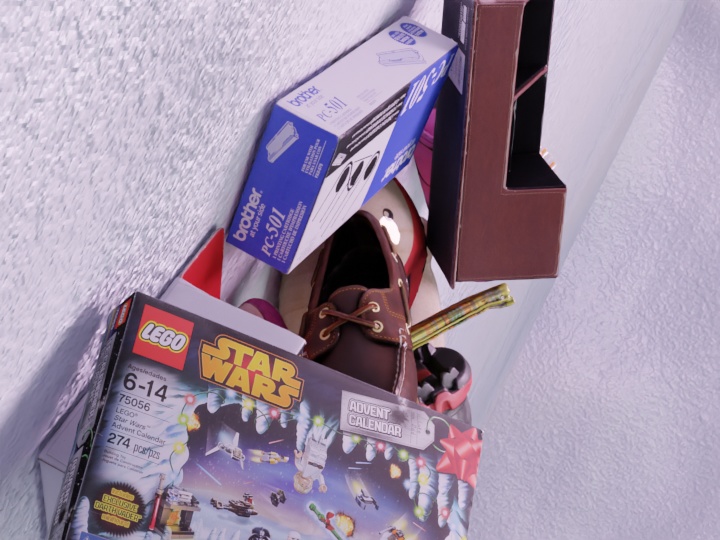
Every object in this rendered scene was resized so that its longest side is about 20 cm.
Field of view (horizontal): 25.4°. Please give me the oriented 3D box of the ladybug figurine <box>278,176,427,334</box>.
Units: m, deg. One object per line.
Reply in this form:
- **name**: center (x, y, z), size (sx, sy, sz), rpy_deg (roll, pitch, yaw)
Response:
- **ladybug figurine**: center (0.000, 0.000, 1.102), size (0.136, 0.072, 0.200), rpy_deg (-61, 169, -11)

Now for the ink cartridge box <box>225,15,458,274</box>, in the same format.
- **ink cartridge box**: center (-0.007, -0.080, 0.955), size (0.200, 0.044, 0.094), rpy_deg (-45, 161, -59)

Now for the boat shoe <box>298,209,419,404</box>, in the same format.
- **boat shoe**: center (-0.005, 0.038, 0.923), size (0.200, 0.070, 0.070), rpy_deg (-93, 174, -58)

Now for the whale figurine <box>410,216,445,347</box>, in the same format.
- **whale figurine**: center (0.012, 0.054, 1.274), size (0.159, 0.104, 0.200), rpy_deg (-173, -92, -79)

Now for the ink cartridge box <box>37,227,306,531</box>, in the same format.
- **ink cartridge box**: center (-0.092, 0.104, 0.893), size (0.176, 0.084, 0.200), rpy_deg (-56, 167, -33)

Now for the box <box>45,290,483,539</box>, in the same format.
- **box**: center (-0.041, 0.109, 0.767), size (0.040, 0.200, 0.137), rpy_deg (-35, -142, 54)

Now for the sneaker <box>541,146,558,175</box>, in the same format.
- **sneaker**: center (0.103, -0.116, 1.320), size (0.078, 0.077, 0.200), rpy_deg (-46, 146, -17)

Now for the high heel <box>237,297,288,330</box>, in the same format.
- **high heel**: center (-0.034, 0.086, 1.033), size (0.096, 0.067, 0.200), rpy_deg (-31, 129, -32)

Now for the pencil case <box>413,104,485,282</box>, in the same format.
- **pencil case**: center (0.091, -0.075, 1.198), size (0.200, 0.094, 0.091), rpy_deg (67, 19, -59)

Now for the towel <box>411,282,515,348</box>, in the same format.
- **towel**: center (0.013, 0.063, 1.141), size (0.200, 0.018, 0.086), rpy_deg (-27, 179, -20)

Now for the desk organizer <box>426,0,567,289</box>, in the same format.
- **desk organizer**: center (0.095, -0.094, 1.063), size (0.072, 0.077, 0.200), rpy_deg (-115, -155, -61)

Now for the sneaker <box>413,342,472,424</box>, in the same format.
- **sneaker**: center (-0.003, 0.135, 1.169), size (0.200, 0.071, 0.098), rpy_deg (-24, 121, -10)
